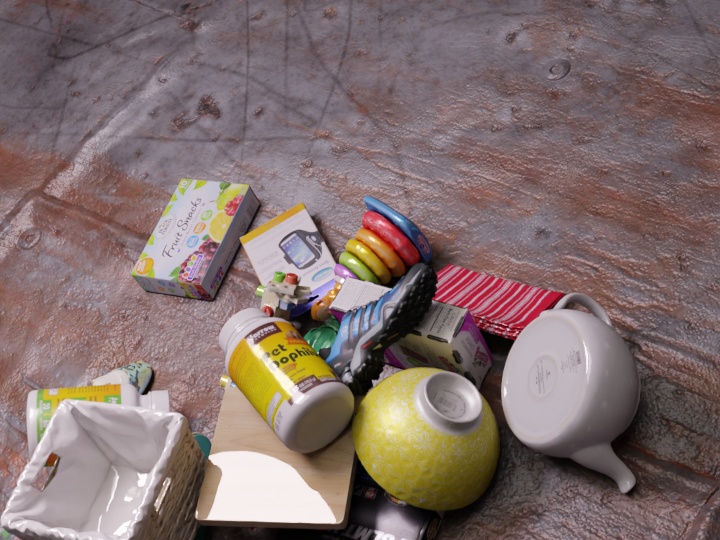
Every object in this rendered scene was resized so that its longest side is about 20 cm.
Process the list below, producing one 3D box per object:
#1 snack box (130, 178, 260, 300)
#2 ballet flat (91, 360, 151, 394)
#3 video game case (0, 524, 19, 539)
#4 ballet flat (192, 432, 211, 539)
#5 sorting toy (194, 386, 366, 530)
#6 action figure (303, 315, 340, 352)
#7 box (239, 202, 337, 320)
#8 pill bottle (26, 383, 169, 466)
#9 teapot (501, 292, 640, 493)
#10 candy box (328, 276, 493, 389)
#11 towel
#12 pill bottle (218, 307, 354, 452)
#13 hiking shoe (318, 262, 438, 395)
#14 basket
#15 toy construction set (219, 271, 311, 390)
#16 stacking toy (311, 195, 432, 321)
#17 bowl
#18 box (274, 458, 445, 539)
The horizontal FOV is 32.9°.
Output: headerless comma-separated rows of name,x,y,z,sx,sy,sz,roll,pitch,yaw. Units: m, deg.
snack box,-0.269,-0.054,1.998,0.142,0.053,0.200,6,58,29
ballet flat,-0.400,0.205,1.850,0.074,0.074,0.200,27,69,36
video game case,-0.478,0.425,1.677,0.200,0.022,0.182,-31,48,1
ballet flat,-0.248,0.323,1.709,0.062,0.067,0.200,-30,38,38
sorting toy,-0.095,0.256,1.609,0.199,0.070,0.199,-1,53,16
action figure,-0.072,0.151,1.753,0.118,0.055,0.200,14,67,32
box,-0.101,-0.006,1.898,0.119,0.042,0.200,-29,51,1
pill bottle,-0.377,0.222,1.766,0.199,0.111,0.111,-3,49,-11
teapot,0.284,0.146,1.546,0.197,0.146,0.201,35,107,59
candy box,0.071,0.087,1.686,0.200,0.136,0.061,16,64,31
towel,0.174,0.040,1.707,0.200,0.023,0.145,16,29,32
pill bottle,-0.103,0.137,1.588,0.109,0.109,0.200,-40,52,-8
hiking shoe,0.018,0.063,1.592,0.087,0.074,0.200,40,94,32
basket,-0.323,0.297,1.596,0.199,0.161,0.199,5,53,21
toy construction set,-0.133,0.079,1.767,0.092,0.131,0.200,32,114,14
stacking toy,0.000,0.000,1.802,0.200,0.116,0.110,-46,51,-10
bowl,0.099,0.191,1.548,0.200,0.108,0.200,13,44,-13
box,-0.001,0.334,1.590,0.200,0.050,0.199,10,59,30
